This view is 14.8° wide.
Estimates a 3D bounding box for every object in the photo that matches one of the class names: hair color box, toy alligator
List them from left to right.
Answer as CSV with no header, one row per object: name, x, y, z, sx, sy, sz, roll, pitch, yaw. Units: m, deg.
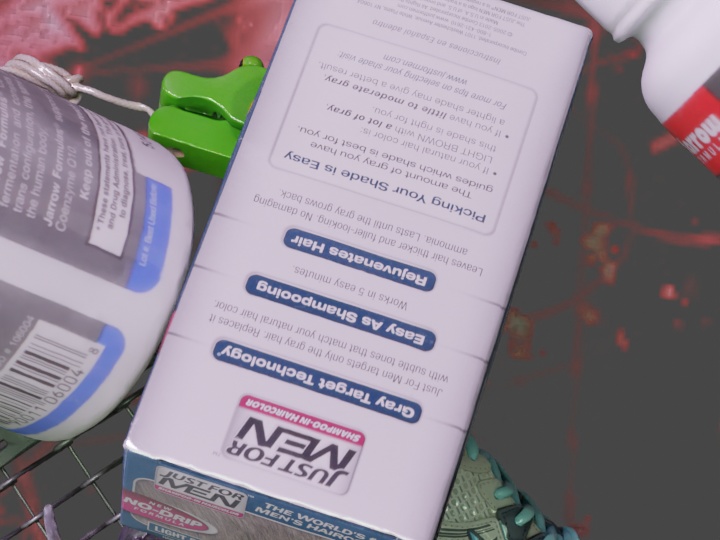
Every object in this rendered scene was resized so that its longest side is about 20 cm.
toy alligator,-0.029,-0.050,0.992,0.200,0.059,0.054,24,59,7
hair color box,0.000,0.000,0.897,0.100,0.061,0.200,18,60,3

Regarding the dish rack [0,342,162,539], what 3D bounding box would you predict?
dish rack,-0.102,0.106,1.021,0.153,0.055,0.200,-34,90,11

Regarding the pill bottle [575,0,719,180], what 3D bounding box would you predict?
pill bottle,0.167,-0.062,0.923,0.200,0.114,0.114,44,102,2

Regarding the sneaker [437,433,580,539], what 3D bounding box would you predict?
sneaker,0.046,0.102,0.992,0.086,0.078,0.200,-12,104,5

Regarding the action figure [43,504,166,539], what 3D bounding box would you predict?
action figure,-0.031,0.129,0.922,0.200,0.102,0.119,11,114,20

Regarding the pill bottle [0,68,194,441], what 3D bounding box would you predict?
pill bottle,-0.165,-0.027,0.920,0.200,0.114,0.114,25,103,-32
